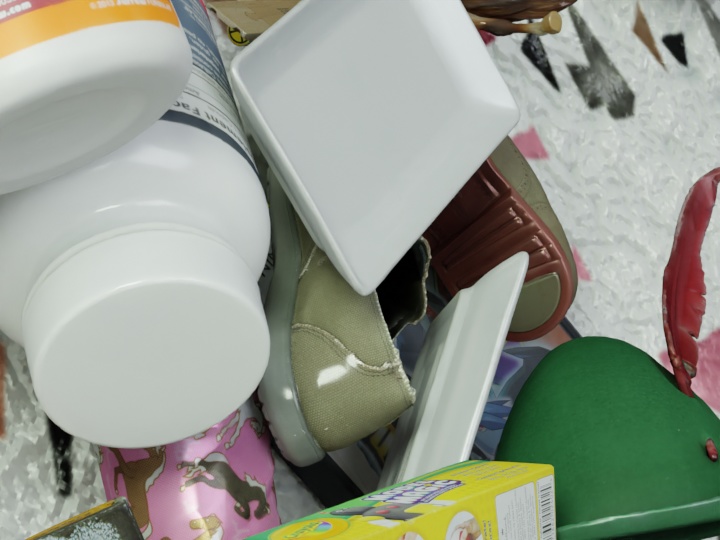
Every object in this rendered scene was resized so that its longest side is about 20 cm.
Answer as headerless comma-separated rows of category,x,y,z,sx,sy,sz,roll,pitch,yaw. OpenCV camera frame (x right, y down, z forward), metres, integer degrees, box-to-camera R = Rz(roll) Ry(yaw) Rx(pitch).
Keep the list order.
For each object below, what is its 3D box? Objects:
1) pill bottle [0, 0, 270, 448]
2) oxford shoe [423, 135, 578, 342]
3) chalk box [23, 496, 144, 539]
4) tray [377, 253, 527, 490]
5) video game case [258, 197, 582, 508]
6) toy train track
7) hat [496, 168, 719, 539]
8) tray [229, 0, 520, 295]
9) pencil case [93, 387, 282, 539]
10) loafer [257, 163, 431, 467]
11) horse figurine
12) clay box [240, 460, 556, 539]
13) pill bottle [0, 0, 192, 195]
pill bottle,-0.100,-0.032,0.970,0.119,0.120,0.201,21,34,-34
oxford shoe,0.037,-0.058,1.168,0.201,0.070,0.075,61,17,1
chalk box,-0.121,0.206,0.887,0.124,0.124,0.201,-20,86,-46
tray,0.023,0.093,1.046,0.022,0.107,0.201,20,72,-6
video game case,0.022,0.040,1.159,0.200,0.025,0.181,48,46,-14
toy train track,-0.071,-0.127,1.106,0.200,0.033,0.115,40,22,16
hat,0.102,0.035,1.090,0.200,0.164,0.177,54,26,-78
tray,0.005,-0.072,1.036,0.108,0.022,0.200,59,32,-11
pencil case,-0.059,0.133,1.002,0.086,0.083,0.201,3,68,-48
loafer,0.000,0.000,1.059,0.075,0.069,0.201,66,19,-44
horse figurine,0.017,-0.155,1.194,0.199,0.132,0.050,25,77,-41
clay box,0.009,0.143,0.906,0.200,0.047,0.116,-10,100,-57
pill bottle,-0.145,-0.135,0.864,0.113,0.113,0.201,-12,73,-44
